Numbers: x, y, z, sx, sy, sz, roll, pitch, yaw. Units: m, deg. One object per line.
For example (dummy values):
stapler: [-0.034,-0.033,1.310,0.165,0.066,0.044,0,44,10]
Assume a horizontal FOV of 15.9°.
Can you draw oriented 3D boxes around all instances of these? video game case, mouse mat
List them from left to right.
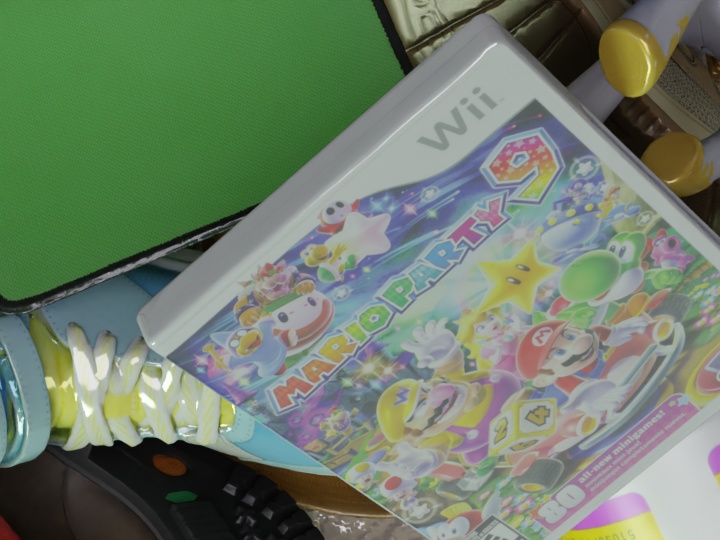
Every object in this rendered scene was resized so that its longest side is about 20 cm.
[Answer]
mouse mat: [-0.072,-0.080,0.909,0.160,0.201,0.008,-22,136,1]
video game case: [0.042,0.018,0.832,0.143,0.018,0.200,-40,135,12]

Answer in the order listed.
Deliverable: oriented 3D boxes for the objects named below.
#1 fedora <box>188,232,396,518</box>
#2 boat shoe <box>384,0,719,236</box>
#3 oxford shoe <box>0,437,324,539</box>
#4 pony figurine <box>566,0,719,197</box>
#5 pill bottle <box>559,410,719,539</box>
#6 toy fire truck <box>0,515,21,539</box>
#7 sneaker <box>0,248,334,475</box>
fedora: [0.000,0.000,0.958,0.199,0.082,0.202,0,98,-2]
boat shoe: [0.083,-0.075,0.946,0.200,0.065,0.072,40,128,-20]
oxford shoe: [-0.072,0.109,0.962,0.200,0.073,0.085,42,119,22]
pony figurine: [0.125,-0.125,0.857,0.166,0.200,0.194,25,135,33]
pill bottle: [0.149,0.135,0.971,0.104,0.104,0.201,-26,98,1]
toy fire truck: [-0.124,0.174,0.936,0.112,0.200,0.168,-36,84,-32]
sneaker: [-0.087,0.043,0.879,0.199,0.130,0.080,18,121,23]
